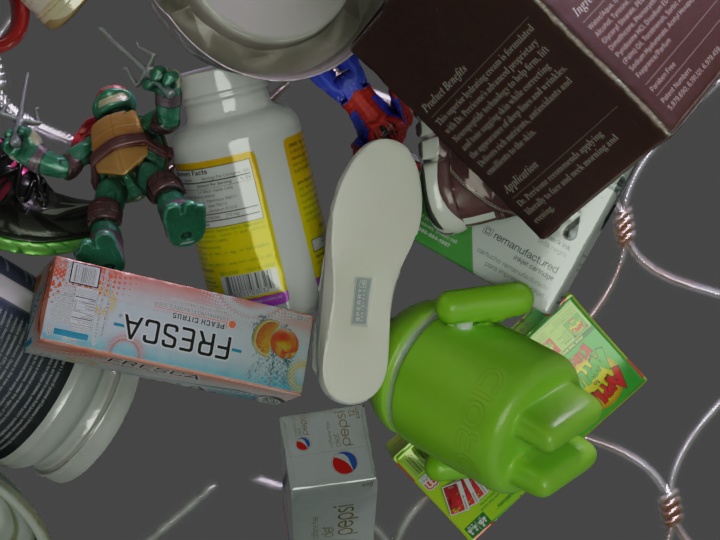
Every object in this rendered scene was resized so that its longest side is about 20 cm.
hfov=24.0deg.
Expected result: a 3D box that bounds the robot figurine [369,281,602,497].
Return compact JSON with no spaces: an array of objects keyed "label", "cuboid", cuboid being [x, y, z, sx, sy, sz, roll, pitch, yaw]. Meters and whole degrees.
[{"label":"robot figurine","cuboid":[0.088,0.095,1.304,0.116,0.200,0.176,-29,133,-38]}]

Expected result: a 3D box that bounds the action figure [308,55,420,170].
[{"label":"action figure","cuboid":[-0.012,-0.149,1.327,0.065,0.099,0.200,-39,105,0]}]

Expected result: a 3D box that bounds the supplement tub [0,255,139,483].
[{"label":"supplement tub","cuboid":[-0.283,0.063,1.284,0.200,0.140,0.141,34,94,-27]}]

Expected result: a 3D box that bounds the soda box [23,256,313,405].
[{"label":"soda box","cuboid":[-0.140,0.046,1.233,0.199,0.068,0.064,14,75,-18]}]

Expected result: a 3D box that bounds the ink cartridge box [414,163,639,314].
[{"label":"ink cartridge box","cuboid":[0.138,-0.086,1.343,0.146,0.083,0.201,29,94,9]}]

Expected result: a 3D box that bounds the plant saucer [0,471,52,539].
[{"label":"plant saucer","cuboid":[-0.329,0.187,1.330,0.199,0.050,0.201,9,134,9]}]

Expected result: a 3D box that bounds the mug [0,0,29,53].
[{"label":"mug","cuboid":[-0.359,-0.220,1.270,0.133,0.177,0.201,-11,98,31]}]

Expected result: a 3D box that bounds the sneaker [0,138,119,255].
[{"label":"sneaker","cuboid":[-0.281,-0.064,1.312,0.199,0.077,0.084,15,101,-11]}]

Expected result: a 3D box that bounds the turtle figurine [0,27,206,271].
[{"label":"turtle figurine","cuboid":[-0.183,-0.094,1.277,0.149,0.200,0.101,-33,142,14]}]

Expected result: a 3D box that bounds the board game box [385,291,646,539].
[{"label":"board game box","cuboid":[0.129,0.119,1.413,0.200,0.048,0.102,-43,102,1]}]

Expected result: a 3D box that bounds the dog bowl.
[{"label":"dog bowl","cuboid":[-0.075,-0.236,1.254,0.199,0.059,0.201,1,87,-25]}]

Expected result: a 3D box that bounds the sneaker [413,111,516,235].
[{"label":"sneaker","cuboid":[0.098,-0.132,1.279,0.115,0.076,0.201,-7,95,9]}]

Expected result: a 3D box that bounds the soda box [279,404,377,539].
[{"label":"soda box","cuboid":[-0.026,0.180,1.331,0.068,0.200,0.064,-8,59,-6]}]

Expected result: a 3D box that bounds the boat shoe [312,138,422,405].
[{"label":"boat shoe","cuboid":[0.000,0.000,1.288,0.072,0.068,0.201,2,93,-19]}]

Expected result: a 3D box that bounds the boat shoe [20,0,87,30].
[{"label":"boat shoe","cuboid":[-0.195,-0.278,1.284,0.069,0.074,0.200,39,86,-18]}]

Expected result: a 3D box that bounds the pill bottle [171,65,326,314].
[{"label":"pill bottle","cuboid":[-0.087,-0.062,1.325,0.104,0.104,0.201,-14,101,-5]}]

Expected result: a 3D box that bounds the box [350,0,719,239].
[{"label":"box","cuboid":[0.138,-0.167,1.175,0.200,0.166,0.164,45,54,-2]}]
